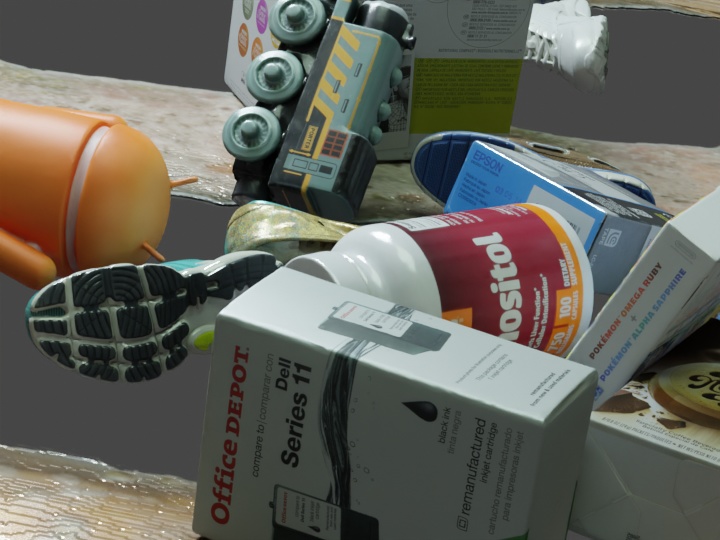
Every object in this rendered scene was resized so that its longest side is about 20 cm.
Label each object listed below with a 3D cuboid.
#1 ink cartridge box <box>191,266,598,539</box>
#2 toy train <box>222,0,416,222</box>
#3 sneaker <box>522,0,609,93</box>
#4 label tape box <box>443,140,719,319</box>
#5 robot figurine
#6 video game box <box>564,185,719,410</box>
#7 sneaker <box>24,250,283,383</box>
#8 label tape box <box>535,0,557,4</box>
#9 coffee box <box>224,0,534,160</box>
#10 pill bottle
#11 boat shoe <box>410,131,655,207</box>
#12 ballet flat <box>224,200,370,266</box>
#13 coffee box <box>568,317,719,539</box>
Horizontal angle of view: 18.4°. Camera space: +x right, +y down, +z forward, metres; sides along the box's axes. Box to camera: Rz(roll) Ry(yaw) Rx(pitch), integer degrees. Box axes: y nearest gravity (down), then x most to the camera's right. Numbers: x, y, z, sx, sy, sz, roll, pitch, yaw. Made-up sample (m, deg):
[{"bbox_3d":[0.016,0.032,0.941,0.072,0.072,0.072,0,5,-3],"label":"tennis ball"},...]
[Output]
[{"bbox_3d":[0.015,0.101,1.228,0.200,0.147,0.083,17,25,22],"label":"ink cartridge box"},{"bbox_3d":[-0.031,-0.130,1.734,0.114,0.200,0.085,15,-20,14],"label":"toy train"},{"bbox_3d":[0.184,-0.216,2.157,0.099,0.078,0.200,-1,14,-6],"label":"sneaker"},{"bbox_3d":[0.182,-0.027,1.627,0.200,0.063,0.144,11,16,-44],"label":"label tape box"},{"bbox_3d":[-0.220,-0.054,1.550,0.200,0.117,0.144,12,8,9],"label":"robot figurine"},{"bbox_3d":[0.202,0.020,1.442,0.047,0.182,0.200,39,31,14],"label":"video game box"},{"bbox_3d":[-0.139,0.029,1.464,0.200,0.078,0.080,-7,7,-43],"label":"sneaker"},{"bbox_3d":[0.127,-0.301,2.333,0.200,0.066,0.143,-6,27,-37],"label":"label tape box"},{"bbox_3d":[0.015,-0.221,1.923,0.200,0.198,0.200,-2,25,-24],"label":"coffee box"},{"bbox_3d":[0.047,0.020,1.473,0.200,0.113,0.113,-10,29,-36],"label":"pill bottle"},{"bbox_3d":[0.134,-0.069,1.788,0.200,0.072,0.072,16,17,-8],"label":"boat shoe"},{"bbox_3d":[0.000,0.000,1.581,0.200,0.071,0.071,11,23,3],"label":"ballet flat"},{"bbox_3d":[0.221,0.108,1.370,0.113,0.080,0.200,19,25,25],"label":"coffee box"}]
